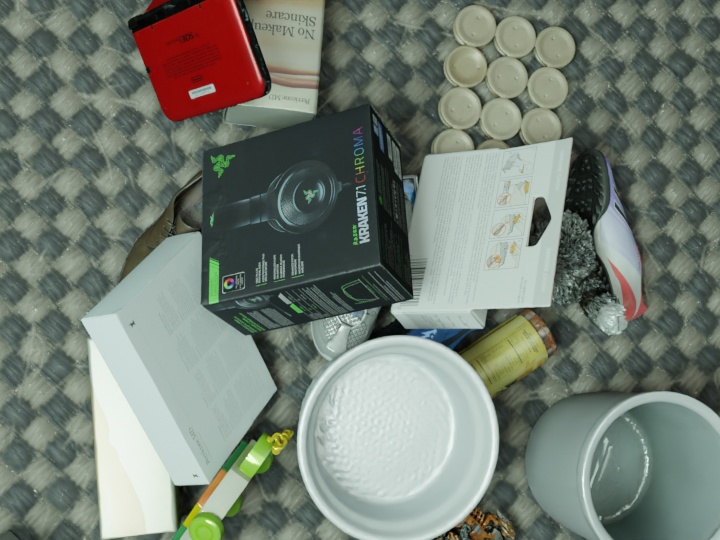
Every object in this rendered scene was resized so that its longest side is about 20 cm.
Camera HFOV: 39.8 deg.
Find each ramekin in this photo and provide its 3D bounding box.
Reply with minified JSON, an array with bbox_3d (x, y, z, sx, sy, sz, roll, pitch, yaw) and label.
[{"bbox_3d":[0.030,0.164,0.997,0.199,0.098,0.202,0,89,-10],"label":"ramekin"}]

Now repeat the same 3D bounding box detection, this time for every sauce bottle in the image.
[{"bbox_3d":[0.123,0.119,1.101,0.199,0.066,0.066,-32,90,-7],"label":"sauce bottle"}]

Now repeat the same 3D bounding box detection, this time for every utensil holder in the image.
[{"bbox_3d":[0.275,0.210,1.046,0.168,0.200,0.172,1,85,-9],"label":"utensil holder"}]

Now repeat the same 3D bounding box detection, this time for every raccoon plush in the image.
[{"bbox_3d":[0.186,-0.001,1.068,0.133,0.200,0.098,-7,112,-10],"label":"raccoon plush"}]

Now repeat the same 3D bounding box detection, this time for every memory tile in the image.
[{"bbox_3d":[0.166,-0.200,1.159,0.152,0.017,0.202,11,84,-7],"label":"memory tile"}]

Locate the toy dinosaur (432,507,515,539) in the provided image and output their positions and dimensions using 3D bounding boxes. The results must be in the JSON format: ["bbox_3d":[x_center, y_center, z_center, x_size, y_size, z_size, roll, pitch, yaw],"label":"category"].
[{"bbox_3d":[0.066,0.279,1.078,0.198,0.102,0.137,15,67,11],"label":"toy dinosaur"}]

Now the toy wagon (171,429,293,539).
[{"bbox_3d":[-0.133,0.223,0.980,0.039,0.155,0.201,35,112,1],"label":"toy wagon"}]

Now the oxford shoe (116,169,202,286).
[{"bbox_3d":[-0.201,-0.030,1.056,0.072,0.084,0.201,30,83,-6],"label":"oxford shoe"}]

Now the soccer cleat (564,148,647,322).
[{"bbox_3d":[0.285,-0.039,1.146,0.073,0.068,0.202,-1,80,-32],"label":"soccer cleat"}]

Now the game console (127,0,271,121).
[{"bbox_3d":[-0.142,-0.265,1.041,0.118,0.199,0.174,-30,107,-36],"label":"game console"}]

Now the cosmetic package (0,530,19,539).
[{"bbox_3d":[-0.338,0.388,0.955,0.200,0.166,0.168,40,81,-2],"label":"cosmetic package"}]

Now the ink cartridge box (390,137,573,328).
[{"bbox_3d":[0.133,-0.037,1.040,0.175,0.045,0.201,-3,59,30],"label":"ink cartridge box"}]

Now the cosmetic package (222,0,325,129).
[{"bbox_3d":[-0.093,-0.263,1.090,0.102,0.087,0.202,4,85,-10],"label":"cosmetic package"}]

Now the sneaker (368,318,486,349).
[{"bbox_3d":[0.051,0.093,1.092,0.199,0.066,0.079,-36,114,-3],"label":"sneaker"}]

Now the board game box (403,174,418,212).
[{"bbox_3d":[-0.029,-0.034,1.105,0.198,0.035,0.127,-5,86,-9],"label":"board game box"}]

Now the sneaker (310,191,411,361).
[{"bbox_3d":[0.000,0.000,1.048,0.074,0.082,0.202,19,84,-7],"label":"sneaker"}]

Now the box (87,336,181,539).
[{"bbox_3d":[-0.231,0.166,1.028,0.077,0.095,0.202,-5,84,-8],"label":"box"}]

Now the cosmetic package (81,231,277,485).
[{"bbox_3d":[-0.172,0.086,0.987,0.051,0.151,0.201,-10,116,29],"label":"cosmetic package"}]

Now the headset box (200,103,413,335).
[{"bbox_3d":[-0.060,-0.045,0.972,0.198,0.093,0.176,-12,64,20],"label":"headset box"}]
